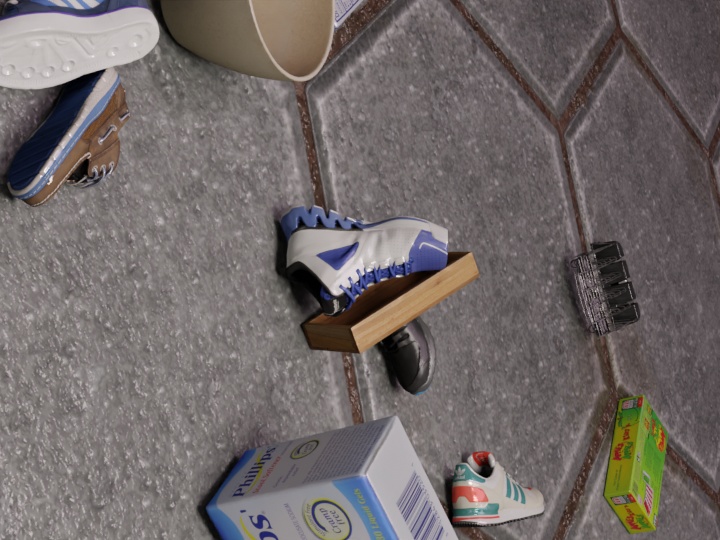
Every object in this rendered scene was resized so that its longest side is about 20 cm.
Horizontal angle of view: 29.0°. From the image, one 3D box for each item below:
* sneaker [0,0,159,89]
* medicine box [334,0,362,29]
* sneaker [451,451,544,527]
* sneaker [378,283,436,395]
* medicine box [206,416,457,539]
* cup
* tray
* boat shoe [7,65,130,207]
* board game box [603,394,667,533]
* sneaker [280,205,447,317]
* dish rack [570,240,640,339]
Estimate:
[{"bbox_3d":[-0.304,-0.257,1.338,0.198,0.081,0.147,-16,58,-33],"label":"sneaker"},{"bbox_3d":[-0.072,-0.401,1.712,0.184,0.102,0.200,61,35,-20],"label":"medicine box"},{"bbox_3d":[0.184,0.285,1.844,0.199,0.070,0.095,2,81,-54],"label":"sneaker"},{"bbox_3d":[0.033,0.060,1.726,0.081,0.073,0.203,-10,80,-40],"label":"sneaker"},{"bbox_3d":[-0.022,0.266,1.400,0.184,0.198,0.103,63,32,-17],"label":"medicine box"},{"bbox_3d":[-0.133,-0.302,1.520,0.200,0.141,0.204,10,79,-63],"label":"cup"},{"bbox_3d":[0.037,0.036,1.631,0.199,0.098,0.037,-32,109,-33],"label":"tray"},{"bbox_3d":[-0.264,-0.119,1.323,0.073,0.071,0.201,56,37,-29],"label":"boat shoe"},{"bbox_3d":[0.451,0.314,2.267,0.102,0.047,0.201,53,38,-31],"label":"board game box"},{"bbox_3d":[-0.001,0.000,1.596,0.081,0.196,0.117,92,5,-63],"label":"sneaker"},{"bbox_3d":[0.397,0.033,2.302,0.199,0.054,0.156,-17,89,-56],"label":"dish rack"}]
